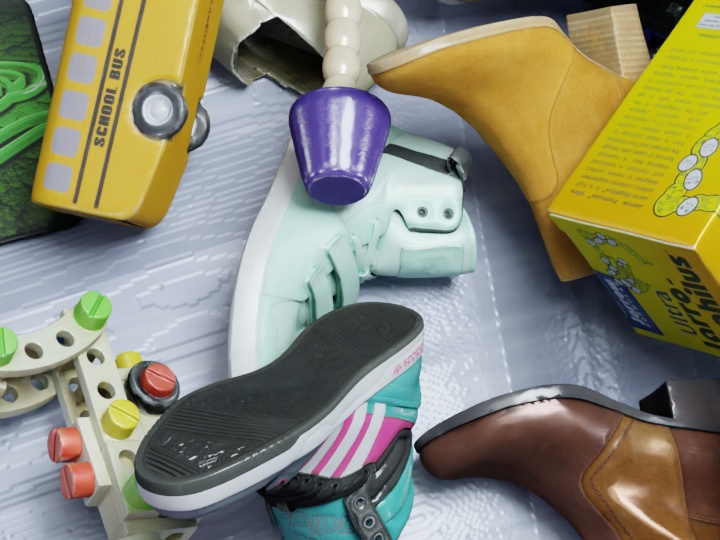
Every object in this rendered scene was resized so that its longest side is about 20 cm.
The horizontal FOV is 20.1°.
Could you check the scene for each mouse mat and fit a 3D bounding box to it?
[{"bbox_3d":[-0.268,-0.074,1.149,0.198,0.008,0.162,-13,67,-14],"label":"mouse mat"}]

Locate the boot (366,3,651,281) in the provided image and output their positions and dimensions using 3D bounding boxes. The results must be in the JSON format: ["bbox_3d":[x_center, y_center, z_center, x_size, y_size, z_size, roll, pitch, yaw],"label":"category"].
[{"bbox_3d":[0.097,-0.065,1.106,0.200,0.071,0.145,-12,95,-37],"label":"boot"}]

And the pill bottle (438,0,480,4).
[{"bbox_3d":[0.127,-0.220,1.145,0.198,0.111,0.112,-7,59,28],"label":"pill bottle"}]

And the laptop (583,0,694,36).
[{"bbox_3d":[0.193,-0.236,1.243,0.177,0.103,0.201,28,87,35],"label":"laptop"}]

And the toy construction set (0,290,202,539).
[{"bbox_3d":[-0.152,0.096,1.032,0.130,0.092,0.202,-1,70,-34],"label":"toy construction set"}]

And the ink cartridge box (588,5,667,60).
[{"bbox_3d":[0.221,-0.108,1.206,0.199,0.039,0.100,24,64,6],"label":"ink cartridge box"}]

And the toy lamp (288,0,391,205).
[{"bbox_3d":[-0.009,-0.130,1.112,0.058,0.058,0.202,6,62,-4],"label":"toy lamp"}]

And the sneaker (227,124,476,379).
[{"bbox_3d":[0.000,-0.001,1.104,0.117,0.074,0.202,14,61,7],"label":"sneaker"}]

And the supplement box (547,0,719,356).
[{"bbox_3d":[0.213,-0.065,1.088,0.109,0.109,0.201,16,65,50],"label":"supplement box"}]

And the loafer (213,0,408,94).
[{"bbox_3d":[-0.072,-0.152,1.171,0.198,0.076,0.069,18,57,2],"label":"loafer"}]

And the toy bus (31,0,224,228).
[{"bbox_3d":[-0.118,-0.126,1.110,0.078,0.065,0.202,11,88,9],"label":"toy bus"}]

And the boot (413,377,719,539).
[{"bbox_3d":[0.129,0.164,1.063,0.186,0.069,0.202,-1,71,-16],"label":"boot"}]

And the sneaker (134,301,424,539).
[{"bbox_3d":[-0.035,0.106,1.020,0.083,0.122,0.199,15,30,35],"label":"sneaker"}]
